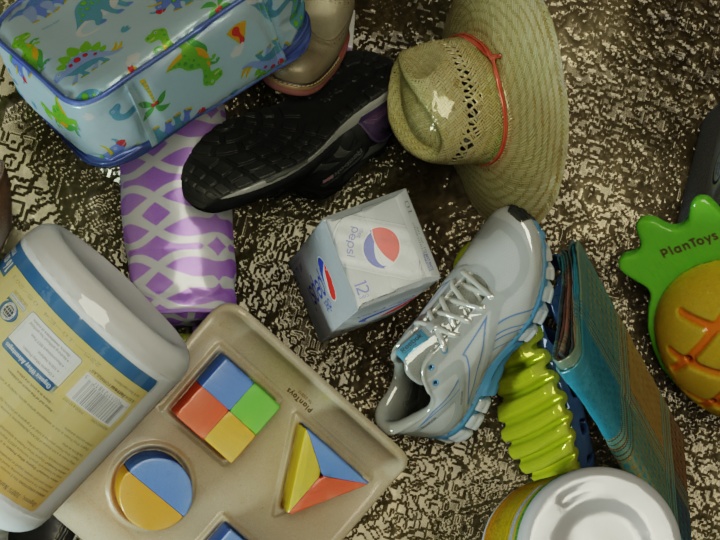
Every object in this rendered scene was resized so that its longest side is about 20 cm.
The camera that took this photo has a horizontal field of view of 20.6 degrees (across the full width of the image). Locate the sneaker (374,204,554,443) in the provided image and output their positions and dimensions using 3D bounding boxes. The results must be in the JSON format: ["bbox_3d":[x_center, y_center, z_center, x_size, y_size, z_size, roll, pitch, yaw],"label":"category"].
[{"bbox_3d":[0.069,0.044,1.407,0.086,0.075,0.200,-3,124,-43],"label":"sneaker"}]

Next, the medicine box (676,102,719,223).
[{"bbox_3d":[0.352,-0.069,1.450,0.182,0.200,0.103,17,74,-4],"label":"medicine box"}]

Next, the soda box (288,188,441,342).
[{"bbox_3d":[0.000,0.000,1.397,0.063,0.200,0.068,-20,85,-11],"label":"soda box"}]

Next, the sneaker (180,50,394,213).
[{"bbox_3d":[-0.043,-0.076,1.437,0.076,0.088,0.200,31,50,33],"label":"sneaker"}]

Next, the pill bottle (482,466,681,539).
[{"bbox_3d":[0.145,0.198,1.385,0.111,0.200,0.111,1,81,-7],"label":"pill bottle"}]

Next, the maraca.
[{"bbox_3d":[0.273,0.032,1.458,0.137,0.107,0.200,-23,114,25],"label":"maraca"}]

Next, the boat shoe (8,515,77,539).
[{"bbox_3d":[-0.274,0.220,1.399,0.200,0.060,0.074,-41,88,-11],"label":"boat shoe"}]

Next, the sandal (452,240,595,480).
[{"bbox_3d":[0.141,0.065,1.472,0.087,0.079,0.201,-16,92,-37],"label":"sandal"}]

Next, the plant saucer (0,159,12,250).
[{"bbox_3d":[-0.303,0.009,1.368,0.037,0.200,0.201,44,78,-18],"label":"plant saucer"}]

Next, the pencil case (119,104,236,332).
[{"bbox_3d":[-0.133,-0.056,1.448,0.084,0.086,0.201,-3,81,6],"label":"pencil case"}]

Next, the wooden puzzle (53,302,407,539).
[{"bbox_3d":[-0.091,0.153,1.403,0.185,0.046,0.200,42,90,-15],"label":"wooden puzzle"}]

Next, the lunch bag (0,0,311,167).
[{"bbox_3d":[-0.146,-0.172,1.386,0.200,0.083,0.161,-37,48,-16],"label":"lunch bag"}]

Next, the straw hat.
[{"bbox_3d":[0.066,-0.121,1.420,0.085,0.201,0.202,-7,82,-24],"label":"straw hat"}]

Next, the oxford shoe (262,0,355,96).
[{"bbox_3d":[-0.033,-0.216,1.454,0.070,0.075,0.200,13,53,-2],"label":"oxford shoe"}]

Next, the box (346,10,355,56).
[{"bbox_3d":[-0.105,-0.184,1.489,0.199,0.039,0.042,6,56,-7],"label":"box"}]

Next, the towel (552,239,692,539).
[{"bbox_3d":[0.187,0.094,1.406,0.022,0.147,0.200,-21,119,20],"label":"towel"}]

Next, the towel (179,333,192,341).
[{"bbox_3d":[-0.210,0.084,1.433,0.199,0.018,0.086,2,85,-6],"label":"towel"}]

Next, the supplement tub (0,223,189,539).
[{"bbox_3d":[-0.230,0.084,1.340,0.145,0.145,0.200,44,92,1],"label":"supplement tub"}]
